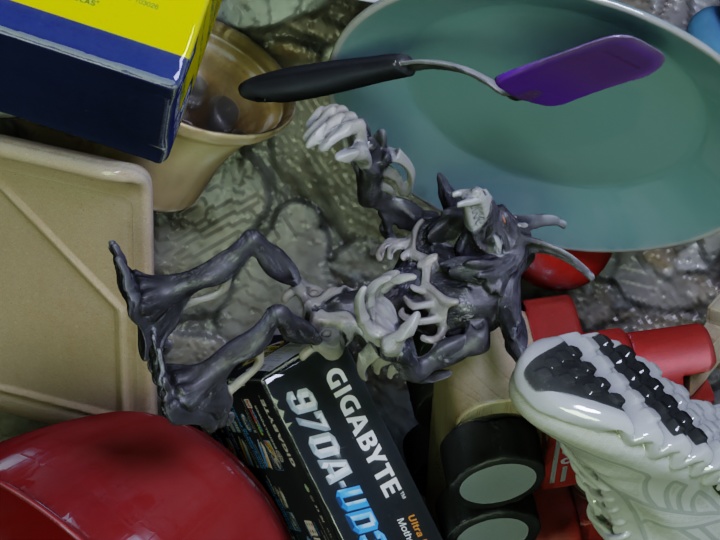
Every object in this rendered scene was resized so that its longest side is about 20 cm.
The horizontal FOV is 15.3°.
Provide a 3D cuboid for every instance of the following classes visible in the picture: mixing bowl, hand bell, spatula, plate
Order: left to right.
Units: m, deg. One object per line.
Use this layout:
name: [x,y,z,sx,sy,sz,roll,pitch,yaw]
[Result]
hand bell: [-0.116,-0.020,1.294,0.104,0.104,0.200,25,122,-4]
mixing bowl: [-0.101,0.141,1.259,0.200,0.108,0.200,34,147,25]
spatula: [0.033,-0.081,1.130,0.200,0.056,0.021,1,82,33]
plate: [0.084,-0.072,1.171,0.200,0.026,0.200,12,151,7]

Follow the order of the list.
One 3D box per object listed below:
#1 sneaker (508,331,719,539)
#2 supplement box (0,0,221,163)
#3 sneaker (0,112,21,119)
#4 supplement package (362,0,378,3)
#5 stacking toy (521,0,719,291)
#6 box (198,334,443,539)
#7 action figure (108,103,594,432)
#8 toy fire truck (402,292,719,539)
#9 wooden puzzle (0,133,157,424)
sneaker: [0.125,0.087,1.165,0.081,0.075,0.200,-47,137,15]
supplement box: [-0.101,-0.167,1.164,0.109,0.109,0.200,18,75,-2]
sneaker: [-0.235,-0.111,1.222,0.200,0.115,0.076,23,111,12]
supplement package: [0.044,-0.220,1.177,0.117,0.117,0.200,11,110,2]
stacking toy: [0.146,-0.059,1.250,0.085,0.085,0.200,44,112,-11]
box: [-0.007,0.128,1.271,0.046,0.159,0.200,-29,96,-17]
action figure: [0.000,0.000,1.153,0.200,0.119,0.102,-18,145,-7]
toy fire truck: [0.124,0.064,1.273,0.200,0.129,0.176,-8,146,-6]
wooden puzzle: [-0.182,-0.004,1.273,0.185,0.037,0.200,13,138,11]
